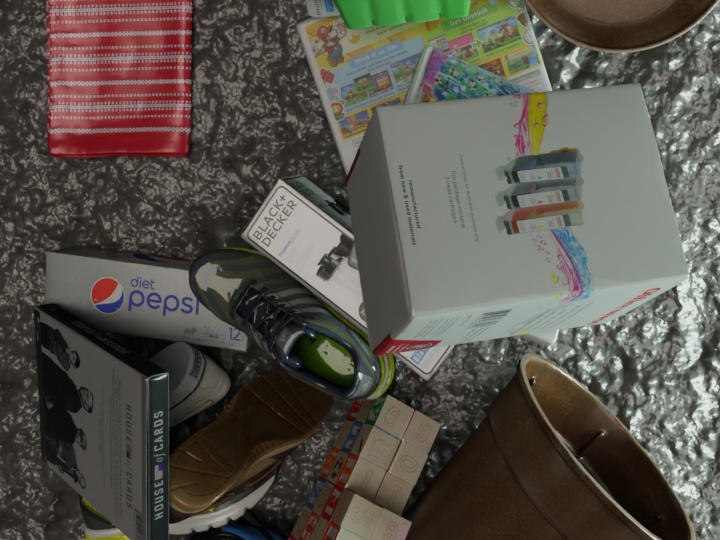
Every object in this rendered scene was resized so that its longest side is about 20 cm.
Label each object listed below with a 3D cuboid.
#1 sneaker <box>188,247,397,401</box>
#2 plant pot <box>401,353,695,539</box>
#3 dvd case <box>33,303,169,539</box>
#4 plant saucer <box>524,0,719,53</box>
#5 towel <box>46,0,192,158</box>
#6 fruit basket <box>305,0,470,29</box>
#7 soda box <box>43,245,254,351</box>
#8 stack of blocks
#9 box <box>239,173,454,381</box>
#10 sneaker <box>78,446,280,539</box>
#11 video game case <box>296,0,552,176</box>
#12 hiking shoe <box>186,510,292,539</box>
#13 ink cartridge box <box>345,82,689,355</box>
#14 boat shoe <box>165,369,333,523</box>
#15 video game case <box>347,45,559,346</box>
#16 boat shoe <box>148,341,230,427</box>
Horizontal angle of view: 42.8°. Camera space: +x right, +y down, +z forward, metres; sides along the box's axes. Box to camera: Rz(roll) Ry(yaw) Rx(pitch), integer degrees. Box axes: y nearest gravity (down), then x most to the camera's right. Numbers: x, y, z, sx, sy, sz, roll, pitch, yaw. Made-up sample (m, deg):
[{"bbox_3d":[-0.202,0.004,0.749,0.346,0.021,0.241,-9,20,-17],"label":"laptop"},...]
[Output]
[{"bbox_3d":[-0.061,0.042,0.764,0.198,0.081,0.075,29,96,10],"label":"sneaker"},{"bbox_3d":[0.140,0.213,0.782,0.200,0.200,0.198,44,108,0],"label":"plant pot"},{"bbox_3d":[-0.221,0.127,0.775,0.198,0.024,0.154,19,112,44],"label":"dvd case"},{"bbox_3d":[0.221,-0.287,0.776,0.196,0.037,0.205,1,98,8],"label":"plant saucer"},{"bbox_3d":[-0.225,-0.205,0.849,0.141,0.022,0.205,2,97,6],"label":"towel"},{"bbox_3d":[0.026,-0.297,0.715,0.181,0.095,0.203,-4,130,12],"label":"fruit basket"},{"bbox_3d":[-0.189,0.023,0.853,0.196,0.063,0.070,7,98,6],"label":"soda box"},{"bbox_3d":[-0.004,0.209,0.790,0.058,0.115,0.203,30,77,-14],"label":"stack of blocks"},{"bbox_3d":[0.000,0.000,0.801,0.199,0.117,0.061,37,100,2],"label":"box"},{"bbox_3d":[-0.173,0.197,0.855,0.196,0.075,0.086,-18,102,-2],"label":"sneaker"},{"bbox_3d":[0.063,-0.167,0.819,0.197,0.023,0.185,-19,95,10],"label":"video game case"},{"bbox_3d":[-0.074,0.280,0.861,0.196,0.087,0.076,10,99,6],"label":"hiking shoe"},{"bbox_3d":[0.103,-0.032,0.663,0.196,0.145,0.148,-6,76,-11],"label":"ink cartridge box"},{"bbox_3d":[-0.103,0.157,0.816,0.072,0.199,0.072,42,133,11],"label":"boat shoe"},{"bbox_3d":[0.103,-0.064,0.759,0.179,0.024,0.203,21,74,-4],"label":"video game case"},{"bbox_3d":[-0.203,0.132,0.865,0.198,0.072,0.070,-31,136,26],"label":"boat shoe"}]
